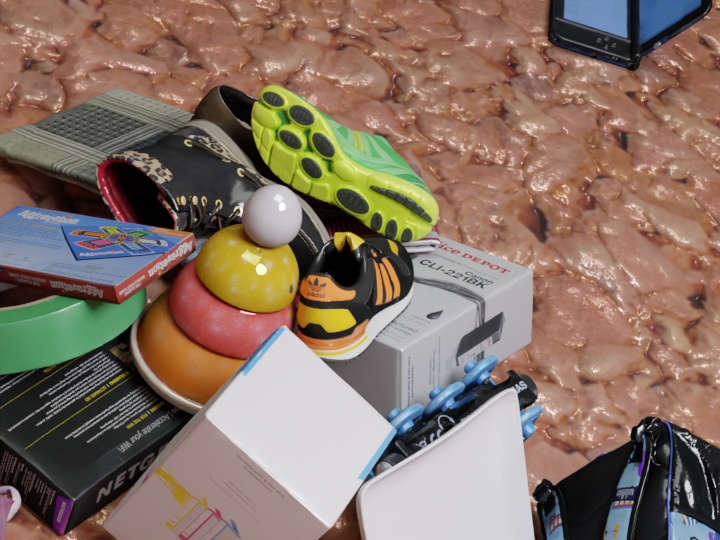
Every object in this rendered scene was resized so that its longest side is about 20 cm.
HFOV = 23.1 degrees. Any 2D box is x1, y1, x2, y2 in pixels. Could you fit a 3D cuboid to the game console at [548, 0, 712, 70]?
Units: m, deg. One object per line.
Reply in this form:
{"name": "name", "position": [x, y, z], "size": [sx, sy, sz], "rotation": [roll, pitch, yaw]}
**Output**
{"name": "game console", "position": [0.336, -0.355, 2.204], "size": [0.170, 0.119, 0.200], "rotation": [17, 39, -5]}

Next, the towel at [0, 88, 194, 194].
{"name": "towel", "position": [-0.229, -0.118, 1.717], "size": [0.200, 0.035, 0.192], "rotation": [22, 34, 32]}

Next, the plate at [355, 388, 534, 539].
{"name": "plate", "position": [0.066, 0.217, 1.399], "size": [0.032, 0.200, 0.200], "rotation": [10, 27, 40]}

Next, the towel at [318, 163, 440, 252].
{"name": "towel", "position": [-0.002, -0.057, 1.718], "size": [0.144, 0.023, 0.200], "rotation": [-4, 24, -3]}

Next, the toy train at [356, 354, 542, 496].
{"name": "toy train", "position": [0.074, 0.151, 1.513], "size": [0.200, 0.114, 0.087], "rotation": [-28, 70, -42]}

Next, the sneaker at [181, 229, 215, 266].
{"name": "sneaker", "position": [-0.114, -0.030, 1.681], "size": [0.131, 0.080, 0.200], "rotation": [51, 34, 9]}

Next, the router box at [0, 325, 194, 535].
{"name": "router box", "position": [-0.229, 0.113, 1.474], "size": [0.149, 0.051, 0.200], "rotation": [38, 42, 17]}

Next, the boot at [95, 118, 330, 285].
{"name": "boot", "position": [-0.128, -0.048, 1.544], "size": [0.200, 0.073, 0.150], "rotation": [47, 31, 13]}

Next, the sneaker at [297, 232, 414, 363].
{"name": "sneaker", "position": [0.000, 0.000, 1.513], "size": [0.070, 0.090, 0.200], "rotation": [10, 28, 17]}

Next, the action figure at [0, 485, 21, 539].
{"name": "action figure", "position": [-0.268, 0.261, 1.281], "size": [0.200, 0.134, 0.149], "rotation": [48, 2, 12]}

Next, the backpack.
{"name": "backpack", "position": [0.232, 0.247, 1.431], "size": [0.134, 0.183, 0.200], "rotation": [24, 51, -22]}

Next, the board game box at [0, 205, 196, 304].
{"name": "board game box", "position": [-0.246, -0.015, 1.476], "size": [0.200, 0.019, 0.103], "rotation": [9, 33, 33]}

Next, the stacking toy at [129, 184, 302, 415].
{"name": "stacking toy", "position": [-0.098, 0.013, 1.453], "size": [0.146, 0.200, 0.146], "rotation": [16, 37, -13]}

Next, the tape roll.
{"name": "tape roll", "position": [-0.283, 0.020, 1.493], "size": [0.200, 0.048, 0.201], "rotation": [-7, 26, 3]}

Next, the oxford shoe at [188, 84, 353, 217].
{"name": "oxford shoe", "position": [-0.063, -0.112, 1.661], "size": [0.200, 0.084, 0.073], "rotation": [24, 37, -11]}

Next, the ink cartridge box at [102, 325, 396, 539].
{"name": "ink cartridge box", "position": [-0.093, 0.168, 1.374], "size": [0.125, 0.200, 0.129], "rotation": [42, 41, -2]}

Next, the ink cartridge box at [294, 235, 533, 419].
{"name": "ink cartridge box", "position": [0.045, 0.047, 1.614], "size": [0.144, 0.084, 0.200], "rotation": [22, 33, 35]}

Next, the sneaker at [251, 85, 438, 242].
{"name": "sneaker", "position": [-0.017, -0.097, 1.620], "size": [0.200, 0.074, 0.084], "rotation": [36, 18, -9]}
